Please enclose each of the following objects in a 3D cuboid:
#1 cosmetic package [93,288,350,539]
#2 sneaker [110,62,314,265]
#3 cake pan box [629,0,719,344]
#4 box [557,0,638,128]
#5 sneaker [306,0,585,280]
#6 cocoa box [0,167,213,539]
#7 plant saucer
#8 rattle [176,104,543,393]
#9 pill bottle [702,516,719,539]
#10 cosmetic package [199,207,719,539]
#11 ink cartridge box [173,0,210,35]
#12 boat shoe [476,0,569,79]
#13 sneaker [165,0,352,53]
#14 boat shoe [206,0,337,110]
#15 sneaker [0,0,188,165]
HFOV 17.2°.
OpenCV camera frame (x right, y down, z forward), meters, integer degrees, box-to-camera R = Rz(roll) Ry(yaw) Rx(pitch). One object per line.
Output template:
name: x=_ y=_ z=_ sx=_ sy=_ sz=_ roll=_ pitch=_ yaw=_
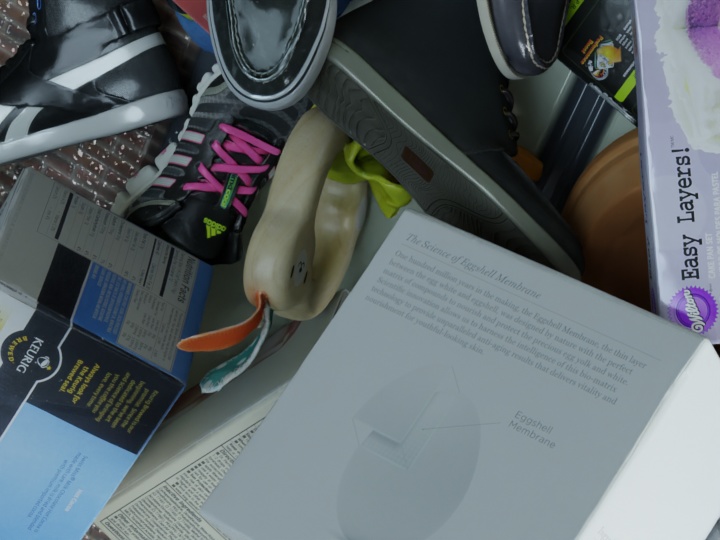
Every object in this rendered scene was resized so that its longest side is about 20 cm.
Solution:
cosmetic package: x=-0.057 y=0.111 z=1.451 sx=0.200 sy=0.087 sz=0.103 roll=-32 pitch=112 yaw=29
sneaker: x=-0.085 y=-0.051 z=1.430 sx=0.074 sy=0.088 sz=0.200 roll=26 pitch=126 yaw=-27
cake pan box: x=0.236 y=-0.057 z=1.230 sx=0.184 sy=0.052 sz=0.200 roll=-3 pitch=92 yaw=7
box: x=0.173 y=-0.190 z=1.302 sx=0.193 sy=0.048 sz=0.200 roll=40 pitch=117 yaw=10
sneaker: x=0.070 y=-0.083 z=1.321 sx=0.200 sy=0.106 sz=0.075 roll=45 pitch=155 yaw=2
cocoa box: x=-0.193 y=0.070 z=1.390 sx=0.131 sy=0.133 sz=0.200 roll=29 pitch=119 yaw=-12
plant saucer: x=0.199 y=0.011 z=1.316 sx=0.200 sy=0.037 sz=0.200 roll=11 pitch=121 yaw=20
rattle: x=0.000 y=0.000 z=1.347 sx=0.143 sy=0.200 sz=0.130 roll=24 pitch=129 yaw=3
pill bottle: x=0.269 y=0.127 z=1.249 sx=0.200 sy=0.120 sz=0.120 roll=-30 pitch=88 yaw=4
cosmetic package: x=0.065 y=0.105 z=1.229 sx=0.199 sy=0.123 sz=0.200 roll=26 pitch=76 yaw=36
ink cartridge box: x=-0.041 y=-0.241 z=1.344 sx=0.200 sy=0.067 sz=0.117 roll=-35 pitch=60 yaw=10
boat shoe: x=0.106 y=-0.199 z=1.267 sx=0.063 sy=0.073 sz=0.200 roll=10 pitch=101 yaw=30
sneaker: x=-0.017 y=-0.189 z=1.398 sx=0.200 sy=0.078 sz=0.066 roll=-29 pitch=51 yaw=14
boat shoe: x=-0.045 y=-0.185 z=1.258 sx=0.074 sy=0.068 sz=0.200 roll=12 pitch=96 yaw=8
sneaker: x=-0.208 y=-0.129 z=1.500 sx=0.200 sy=0.073 sz=0.112 roll=-13 pitch=93 yaw=20
